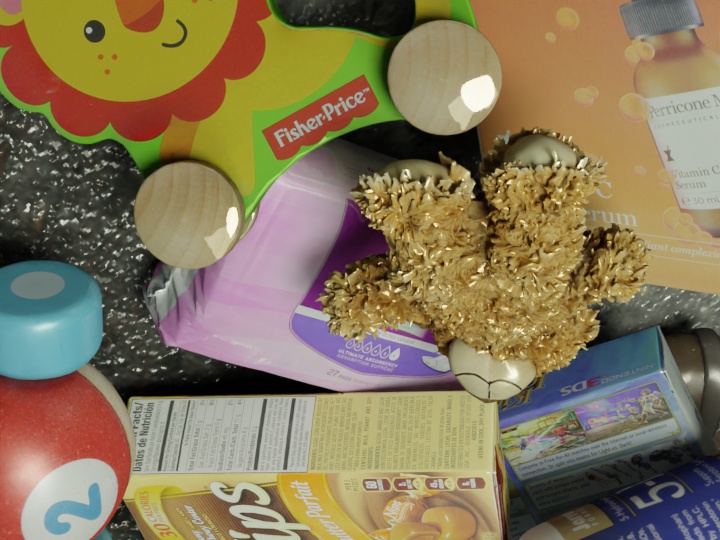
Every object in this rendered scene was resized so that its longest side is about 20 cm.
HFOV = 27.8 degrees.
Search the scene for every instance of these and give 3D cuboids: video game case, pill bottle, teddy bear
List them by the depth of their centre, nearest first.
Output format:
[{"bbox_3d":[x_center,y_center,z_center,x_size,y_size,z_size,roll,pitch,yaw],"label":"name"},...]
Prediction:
[{"bbox_3d":[0.056,0.005,0.644,0.144,0.067,0.200,-6,153,-13],"label":"teddy bear"},{"bbox_3d":[0.144,0.175,0.751,0.199,0.120,0.120,-21,127,-8],"label":"pill bottle"},{"bbox_3d":[0.116,0.139,0.863,0.199,0.046,0.182,-19,122,20],"label":"video game case"}]

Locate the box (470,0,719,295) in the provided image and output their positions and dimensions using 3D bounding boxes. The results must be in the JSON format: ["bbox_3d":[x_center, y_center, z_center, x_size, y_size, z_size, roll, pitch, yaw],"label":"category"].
[{"bbox_3d":[0.138,-0.102,0.675,0.106,0.151,0.201,-51,139,-42],"label":"box"}]

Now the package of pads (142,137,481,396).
[{"bbox_3d":[0.000,0.000,0.762,0.199,0.076,0.121,17,118,-29],"label":"package of pads"}]

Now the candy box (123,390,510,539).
[{"bbox_3d":[-0.021,0.119,0.789,0.199,0.056,0.116,-3,140,9],"label":"candy box"}]

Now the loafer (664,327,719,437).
[{"bbox_3d":[0.172,0.119,0.918,0.070,0.073,0.201,6,119,-6],"label":"loafer"}]

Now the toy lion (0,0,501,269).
[{"bbox_3d":[-0.062,-0.114,0.629,0.199,0.069,0.193,-26,97,9],"label":"toy lion"}]

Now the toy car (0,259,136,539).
[{"bbox_3d":[-0.211,0.115,0.659,0.176,0.200,0.185,8,120,9],"label":"toy car"}]
